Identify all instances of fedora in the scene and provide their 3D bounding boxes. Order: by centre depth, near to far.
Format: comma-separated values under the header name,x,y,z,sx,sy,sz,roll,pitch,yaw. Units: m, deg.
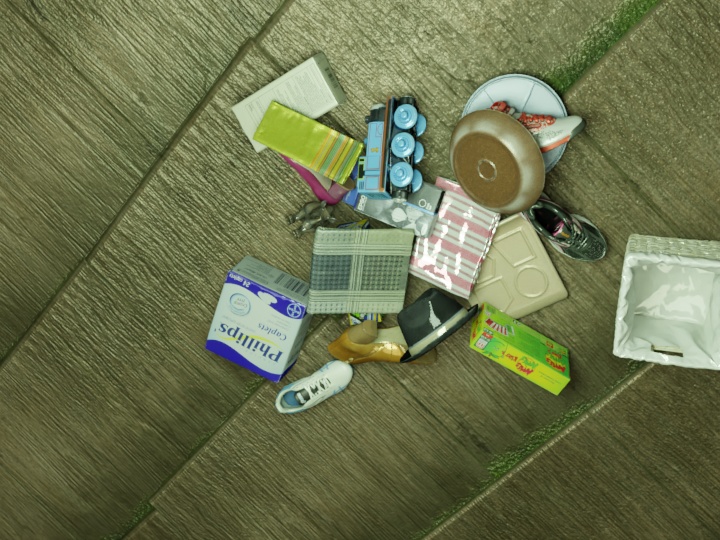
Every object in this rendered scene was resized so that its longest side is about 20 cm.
name,x,y,z,sx,sy,sz,roll,pitch,yaw
fedora,0.131,0.094,1.679,0.200,0.200,0.092,-39,87,24

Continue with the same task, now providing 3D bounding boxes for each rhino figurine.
name,x,y,z,sx,sy,sz,roll,pitch,yaw
rhino figurine,-0.092,-0.102,1.680,0.087,0.200,0.060,-26,97,-8

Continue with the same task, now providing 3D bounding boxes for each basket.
name,x,y,z,sx,sy,sz,roll,pitch,yaw
basket,0.563,0.047,1.562,0.195,0.161,0.203,6,112,13

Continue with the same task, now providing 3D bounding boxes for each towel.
name,x,y,z,sx,sy,sz,roll,pitch,yaw
towel,-0.097,-0.238,1.603,0.198,0.018,0.087,27,82,10
towel,0.177,-0.063,1.666,0.145,0.030,0.202,24,103,22
towel,0.000,0.000,1.671,0.197,0.035,0.195,1,120,-11

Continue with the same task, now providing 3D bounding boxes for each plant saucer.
name,x,y,z,sx,sy,sz,roll,pitch,yaw
plant saucer,0.232,-0.184,1.540,0.199,0.037,0.202,26,135,29

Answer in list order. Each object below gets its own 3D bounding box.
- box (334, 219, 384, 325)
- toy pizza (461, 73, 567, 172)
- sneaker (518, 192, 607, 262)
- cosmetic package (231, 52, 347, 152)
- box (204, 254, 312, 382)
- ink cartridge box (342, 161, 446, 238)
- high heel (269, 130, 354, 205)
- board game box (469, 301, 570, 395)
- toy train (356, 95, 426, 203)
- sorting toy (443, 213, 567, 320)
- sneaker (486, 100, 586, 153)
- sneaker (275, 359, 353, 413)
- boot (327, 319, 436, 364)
name,x,y,z,sx,sy,sz,roll,pitch,yaw
box,-0.002,0.003,1.759,0.069,0.064,0.203,-7,108,17
toy pizza,0.283,-0.260,1.599,0.197,0.032,0.203,5,112,13
sneaker,0.370,-0.072,1.596,0.198,0.087,0.081,28,108,-11
cosmetic package,-0.137,-0.323,1.672,0.198,0.071,0.106,-24,102,22
box,-0.206,0.103,1.832,0.182,0.105,0.202,24,115,7
ink cartridge box,0.058,-0.143,1.676,0.198,0.039,0.101,22,104,18
high heel,-0.113,-0.194,1.687,0.199,0.068,0.096,38,142,-19
board game box,0.310,0.151,1.687,0.198,0.102,0.048,29,122,-7
toy train,0.057,-0.225,1.614,0.113,0.087,0.203,2,84,21
sorting toy,0.283,0.003,1.698,0.184,0.037,0.201,-26,105,23
sneaker,0.290,-0.259,1.542,0.199,0.067,0.109,-21,106,24
sneaker,-0.099,0.257,1.878,0.199,0.073,0.072,-31,98,22
boot,0.043,0.165,1.808,0.199,0.072,0.144,22,146,-24
